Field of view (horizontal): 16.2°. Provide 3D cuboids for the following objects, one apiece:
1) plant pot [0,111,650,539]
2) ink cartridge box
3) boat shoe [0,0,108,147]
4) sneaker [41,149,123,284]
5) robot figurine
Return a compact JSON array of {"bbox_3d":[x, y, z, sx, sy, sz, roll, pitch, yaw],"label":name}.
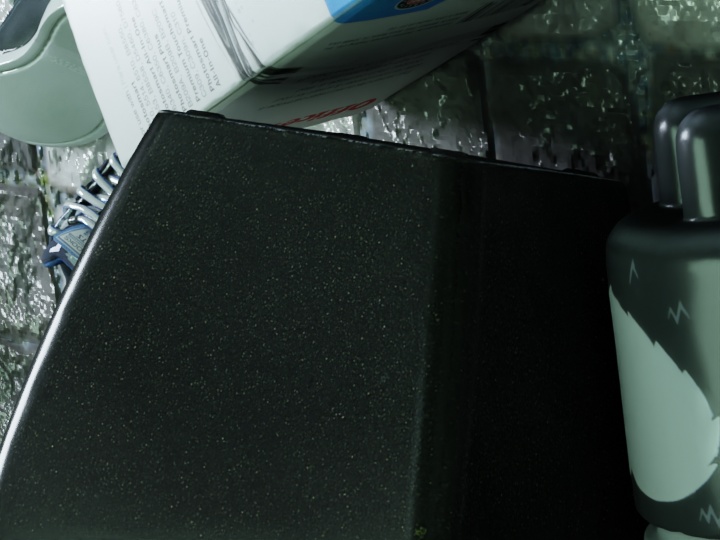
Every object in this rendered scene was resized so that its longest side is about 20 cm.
[{"bbox_3d":[-0.001,0.040,0.937,0.198,0.200,0.179,10,94,31],"label":"plant pot"},{"bbox_3d":[-0.004,-0.122,0.994,0.200,0.145,0.085,-28,82,48],"label":"ink cartridge box"},{"bbox_3d":[-0.135,-0.113,1.214,0.200,0.075,0.061,-24,46,58],"label":"boat shoe"},{"bbox_3d":[-0.100,-0.019,1.184,0.077,0.085,0.201,40,128,33],"label":"sneaker"},{"bbox_3d":[0.149,0.037,0.889,0.124,0.150,0.202,-1,102,35],"label":"robot figurine"}]
